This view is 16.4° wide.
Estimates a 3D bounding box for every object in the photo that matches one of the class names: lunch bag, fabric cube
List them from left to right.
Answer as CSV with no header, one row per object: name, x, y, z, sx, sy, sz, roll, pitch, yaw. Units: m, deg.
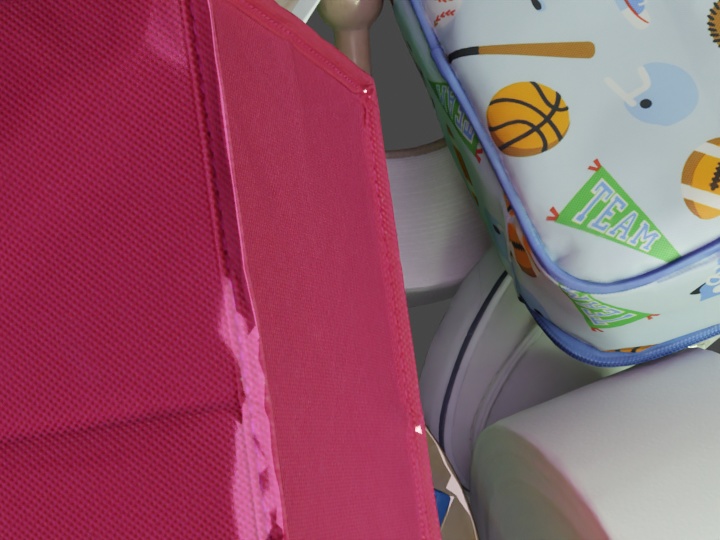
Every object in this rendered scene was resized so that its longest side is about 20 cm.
fabric cube,-0.095,0.051,0.615,0.199,0.196,0.201,-9,83,10
lunch bag,0.101,-0.072,0.780,0.160,0.076,0.200,-23,62,-1

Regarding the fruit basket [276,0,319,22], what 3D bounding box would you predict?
fruit basket,-0.136,-0.055,0.799,0.200,0.094,0.185,29,79,24

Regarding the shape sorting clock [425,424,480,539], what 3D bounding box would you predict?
shape sorting clock,-0.058,0.111,0.810,0.199,0.039,0.201,0,90,2

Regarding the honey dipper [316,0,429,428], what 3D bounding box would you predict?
honey dipper,0.000,0.000,0.822,0.038,0.038,0.201,-7,102,-11

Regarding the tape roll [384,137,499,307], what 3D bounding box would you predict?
tape roll,0.004,-0.087,0.878,0.202,0.037,0.203,2,78,-9

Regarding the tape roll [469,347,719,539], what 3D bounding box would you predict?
tape roll,0.107,0.128,0.767,0.071,0.202,0.203,-20,83,-13

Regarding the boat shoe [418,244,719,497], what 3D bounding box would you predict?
boat shoe,0.099,0.001,0.834,0.200,0.066,0.072,-46,119,1
